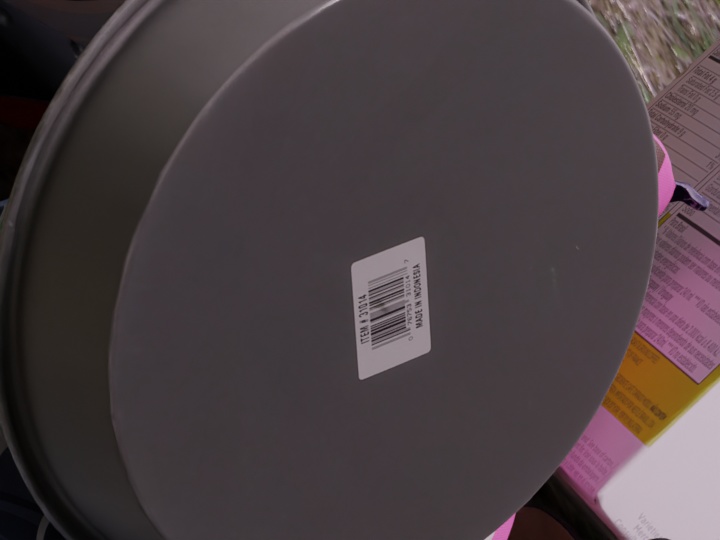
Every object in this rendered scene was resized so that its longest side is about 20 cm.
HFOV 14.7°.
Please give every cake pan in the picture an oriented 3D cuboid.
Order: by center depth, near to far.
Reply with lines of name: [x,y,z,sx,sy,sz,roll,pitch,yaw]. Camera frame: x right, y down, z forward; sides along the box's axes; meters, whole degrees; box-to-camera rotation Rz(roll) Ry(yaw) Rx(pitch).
cake pan: [0.000,0.001,0.717,0.200,0.201,0.037,33,-1,-43]

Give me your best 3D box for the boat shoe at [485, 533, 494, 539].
boat shoe: [-0.001,0.000,0.852,0.071,0.070,0.202,16,48,-64]

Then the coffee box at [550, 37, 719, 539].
coffee box: [0.178,0.048,1.033,0.200,0.198,0.200,48,-1,-23]

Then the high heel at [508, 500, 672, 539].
high heel: [0.067,0.098,0.907,0.071,0.200,0.143,4,54,-9]

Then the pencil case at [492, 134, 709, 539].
pencil case: [0.037,0.034,0.927,0.201,0.090,0.094,-60,165,-24]

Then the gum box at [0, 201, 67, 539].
gum box: [-0.075,0.081,0.770,0.201,0.044,0.170,63,26,0]

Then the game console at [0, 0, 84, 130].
game console: [-0.133,-0.126,0.890,0.176,0.031,0.201,11,44,-53]

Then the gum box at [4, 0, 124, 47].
gum box: [-0.075,-0.139,0.753,0.199,0.170,0.045,31,52,3]
